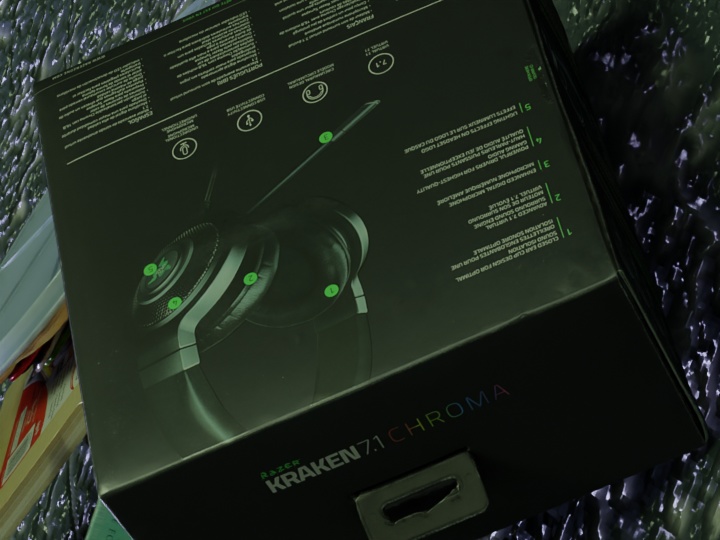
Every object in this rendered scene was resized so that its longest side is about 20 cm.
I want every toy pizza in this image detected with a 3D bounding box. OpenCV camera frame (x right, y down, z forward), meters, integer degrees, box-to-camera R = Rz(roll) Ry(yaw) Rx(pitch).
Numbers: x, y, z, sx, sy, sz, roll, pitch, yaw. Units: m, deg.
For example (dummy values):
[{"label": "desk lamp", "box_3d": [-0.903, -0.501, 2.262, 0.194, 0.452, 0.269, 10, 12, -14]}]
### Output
[{"label": "toy pizza", "box_3d": [-0.103, -0.028, 1.225, 0.200, 0.032, 0.200, -52, 13, 17]}]

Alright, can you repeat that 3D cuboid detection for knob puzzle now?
[{"label": "knob puzzle", "box_3d": [-0.088, 0.016, 1.201, 0.220, 0.030, 0.220, -53, 12, 16]}]

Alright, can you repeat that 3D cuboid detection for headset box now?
[{"label": "headset box", "box_3d": [0.000, 0.000, 0.946, 0.174, 0.093, 0.200, -24, 46, 8]}]

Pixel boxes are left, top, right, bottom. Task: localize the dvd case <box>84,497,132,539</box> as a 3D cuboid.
[{"label": "dvd case", "box_3d": [-0.093, 0.106, 1.099, 0.200, 0.022, 0.146, 115, 173, -61]}]
